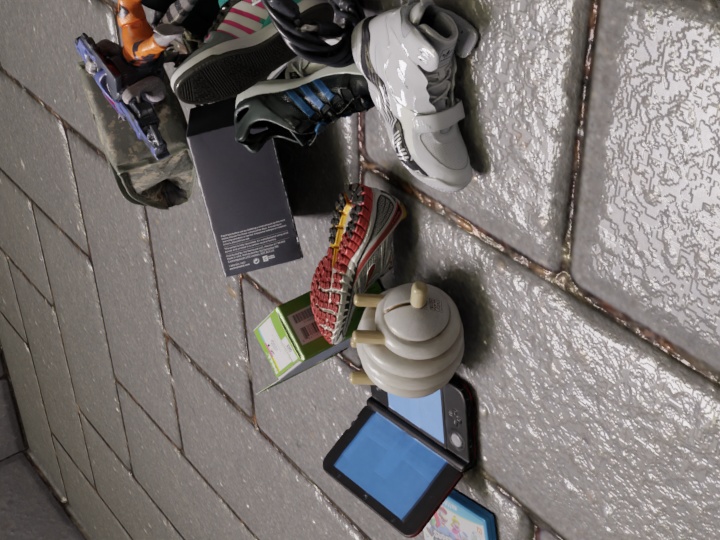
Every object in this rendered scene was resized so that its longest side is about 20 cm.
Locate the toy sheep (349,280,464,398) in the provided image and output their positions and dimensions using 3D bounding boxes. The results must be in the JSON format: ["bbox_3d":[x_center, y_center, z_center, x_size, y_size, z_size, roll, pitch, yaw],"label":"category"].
[{"bbox_3d":[0.055,0.078,1.192,0.138,0.137,0.201,51,159,24],"label":"toy sheep"}]

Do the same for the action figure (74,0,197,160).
[{"bbox_3d":[-0.238,-0.230,1.196,0.201,0.104,0.194,56,143,16],"label":"action figure"}]

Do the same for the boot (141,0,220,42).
[{"bbox_3d":[-0.163,-0.346,1.235,0.199,0.168,0.077,-25,58,36],"label":"boot"}]

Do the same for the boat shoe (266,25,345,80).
[{"bbox_3d":[-0.057,-0.231,1.212,0.199,0.068,0.073,-2,109,59],"label":"boat shoe"}]

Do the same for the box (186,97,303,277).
[{"bbox_3d":[-0.149,-0.116,1.332,0.200,0.103,0.184,-114,11,-71],"label":"box"}]

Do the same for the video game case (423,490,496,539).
[{"bbox_3d":[0.135,0.381,1.396,0.143,0.018,0.202,24,130,51],"label":"video game case"}]

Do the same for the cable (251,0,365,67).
[{"bbox_3d":[-0.052,-0.302,1.080,0.163,0.201,0.051,36,128,-27],"label":"cable"}]

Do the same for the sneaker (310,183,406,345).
[{"bbox_3d":[0.000,0.000,1.225,0.078,0.082,0.201,50,126,52],"label":"sneaker"}]

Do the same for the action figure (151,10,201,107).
[{"bbox_3d":[-0.261,-0.307,1.454,0.119,0.102,0.202,-6,103,57],"label":"action figure"}]

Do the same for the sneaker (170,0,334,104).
[{"bbox_3d":[-0.142,-0.274,1.153,0.121,0.199,0.084,51,164,26],"label":"sneaker"}]

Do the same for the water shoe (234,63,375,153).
[{"bbox_3d":[-0.048,-0.174,1.157,0.198,0.071,0.080,-7,66,25],"label":"water shoe"}]

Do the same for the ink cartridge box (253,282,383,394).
[{"bbox_3d":[-0.067,0.083,1.374,0.076,0.147,0.200,61,150,7],"label":"ink cartridge box"}]

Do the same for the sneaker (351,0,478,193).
[{"bbox_3d":[0.072,-0.178,1.035,0.115,0.075,0.201,-24,96,56],"label":"sneaker"}]

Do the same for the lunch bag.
[{"bbox_3d":[-0.286,-0.180,1.376,0.200,0.117,0.165,96,152,-76],"label":"lunch bag"}]

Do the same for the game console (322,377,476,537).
[{"bbox_3d":[0.040,0.202,1.319,0.199,0.118,0.174,28,134,46],"label":"game console"}]
